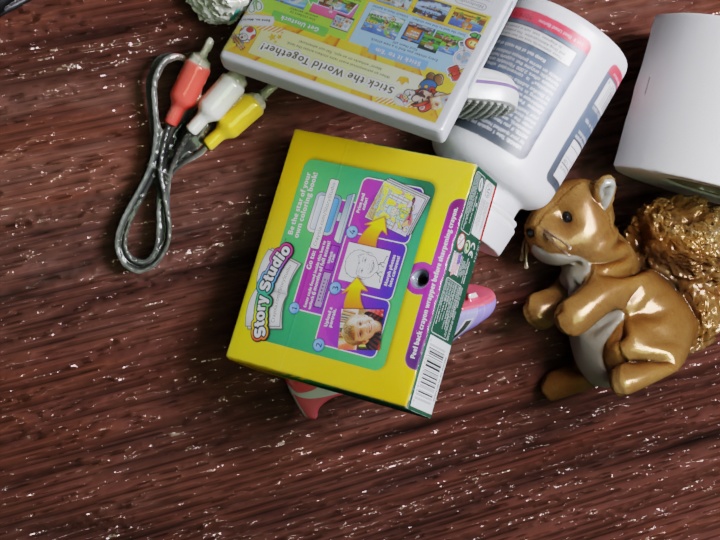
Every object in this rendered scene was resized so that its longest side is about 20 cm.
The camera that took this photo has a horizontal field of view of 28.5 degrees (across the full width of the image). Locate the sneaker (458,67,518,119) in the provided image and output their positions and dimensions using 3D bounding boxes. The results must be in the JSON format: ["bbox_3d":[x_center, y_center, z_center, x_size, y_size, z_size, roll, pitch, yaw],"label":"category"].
[{"bbox_3d":[0.043,-0.192,1.160,0.199,0.073,0.115,14,85,21],"label":"sneaker"}]

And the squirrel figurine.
[{"bbox_3d":[0.236,-0.001,1.272,0.199,0.141,0.188,-21,91,-16],"label":"squirrel figurine"}]

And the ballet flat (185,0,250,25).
[{"bbox_3d":[-0.137,-0.294,1.136,0.071,0.072,0.201,-30,104,-13],"label":"ballet flat"}]

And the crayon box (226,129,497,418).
[{"bbox_3d":[0.000,0.000,1.154,0.058,0.171,0.201,30,75,-61],"label":"crayon box"}]

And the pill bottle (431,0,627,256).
[{"bbox_3d":[0.131,-0.121,1.217,0.119,0.120,0.201,33,86,-19],"label":"pill bottle"}]

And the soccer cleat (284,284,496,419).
[{"bbox_3d":[0.028,0.066,1.239,0.199,0.067,0.077,-18,112,-14],"label":"soccer cleat"}]

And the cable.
[{"bbox_3d":[-0.156,-0.098,1.160,0.097,0.050,0.201,32,85,-18],"label":"cable"}]

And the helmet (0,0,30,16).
[{"bbox_3d":[-0.286,-0.298,1.022,0.199,0.200,0.191,-35,91,-11],"label":"helmet"}]

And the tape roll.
[{"bbox_3d":[0.337,-0.131,1.242,0.201,0.203,0.140,15,92,-19],"label":"tape roll"}]

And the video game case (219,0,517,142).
[{"bbox_3d":[0.014,-0.208,1.133,0.199,0.023,0.183,21,69,18],"label":"video game case"}]
